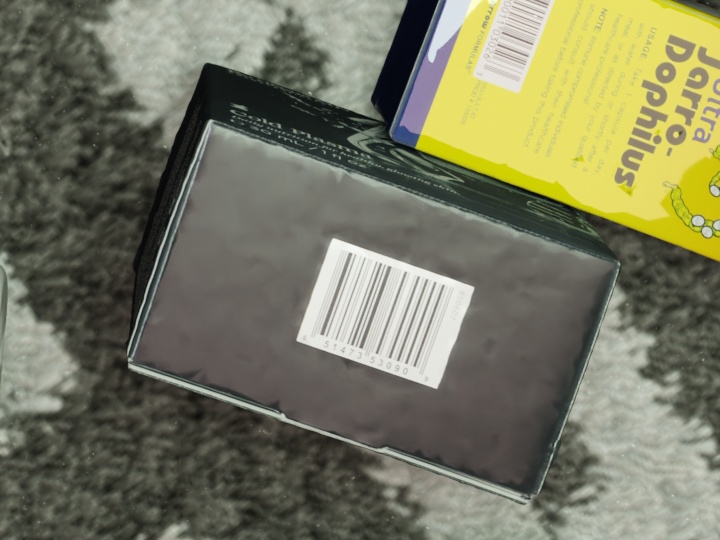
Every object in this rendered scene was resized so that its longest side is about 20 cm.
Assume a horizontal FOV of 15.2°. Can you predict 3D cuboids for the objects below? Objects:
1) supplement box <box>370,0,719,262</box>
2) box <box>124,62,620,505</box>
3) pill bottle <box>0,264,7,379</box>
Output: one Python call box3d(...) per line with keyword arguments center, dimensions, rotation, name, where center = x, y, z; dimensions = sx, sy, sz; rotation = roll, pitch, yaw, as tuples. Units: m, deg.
box3d(center=(0.118, -0.088, 1.307), dimensions=(0.199, 0.109, 0.110), rotation=(20, 100, -8), name="supplement box")
box3d(center=(0.000, 0.000, 1.272), dimensions=(0.199, 0.197, 0.125), rotation=(19, 99, -8), name="box")
box3d(center=(-0.275, 0.043, 1.303), dimensions=(0.199, 0.114, 0.115), rotation=(5, 101, -5), name="pill bottle")
